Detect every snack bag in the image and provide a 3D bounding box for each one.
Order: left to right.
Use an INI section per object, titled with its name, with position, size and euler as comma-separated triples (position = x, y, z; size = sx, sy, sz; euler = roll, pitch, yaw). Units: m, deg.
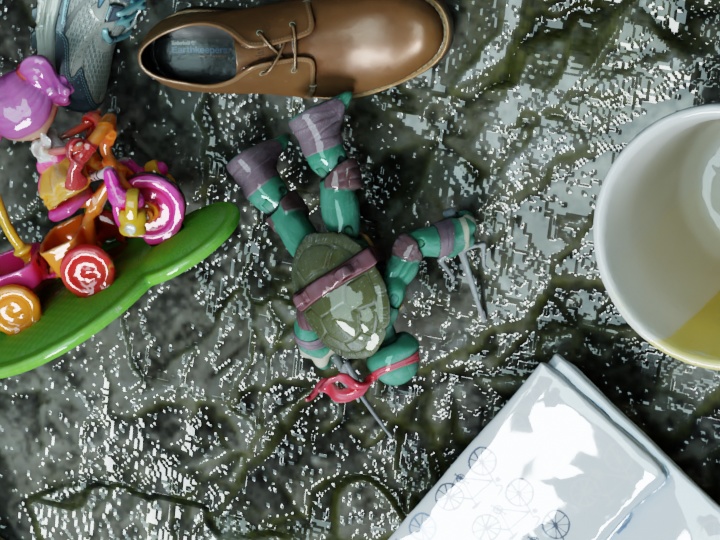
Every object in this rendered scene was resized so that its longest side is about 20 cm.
[snack bag]
position = 0.132, 0.183, 1.730
size = 0.200, 0.021, 0.189
euler = 43, 110, 5

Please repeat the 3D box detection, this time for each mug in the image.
[mug]
position = 0.223, -0.017, 1.622
size = 0.149, 0.153, 0.187
euler = -1, 103, 18

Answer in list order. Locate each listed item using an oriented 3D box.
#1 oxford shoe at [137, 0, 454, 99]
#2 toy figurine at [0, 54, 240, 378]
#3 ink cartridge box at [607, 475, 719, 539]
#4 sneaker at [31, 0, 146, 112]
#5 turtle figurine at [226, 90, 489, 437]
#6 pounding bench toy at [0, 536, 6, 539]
[oxford shoe]
position = -0.042, -0.134, 1.724
size = 0.199, 0.071, 0.072
euler = -6, 100, 17
[toy figurine]
position = -0.204, -0.061, 1.728
size = 0.199, 0.150, 0.184
euler = -26, 111, 17
[ink cartridge box]
position = 0.128, 0.191, 1.765
size = 0.099, 0.039, 0.200
euler = 40, 110, 5
[sneaker]
position = -0.149, -0.191, 1.742
size = 0.086, 0.078, 0.201
euler = 12, 107, 11
[turtle figurine]
position = 0.000, 0.000, 1.732
size = 0.149, 0.101, 0.201
euler = -29, 87, 22
[pounding bench toy]
position = -0.358, 0.220, 1.881
size = 0.200, 0.124, 0.156
euler = 31, 111, 9
